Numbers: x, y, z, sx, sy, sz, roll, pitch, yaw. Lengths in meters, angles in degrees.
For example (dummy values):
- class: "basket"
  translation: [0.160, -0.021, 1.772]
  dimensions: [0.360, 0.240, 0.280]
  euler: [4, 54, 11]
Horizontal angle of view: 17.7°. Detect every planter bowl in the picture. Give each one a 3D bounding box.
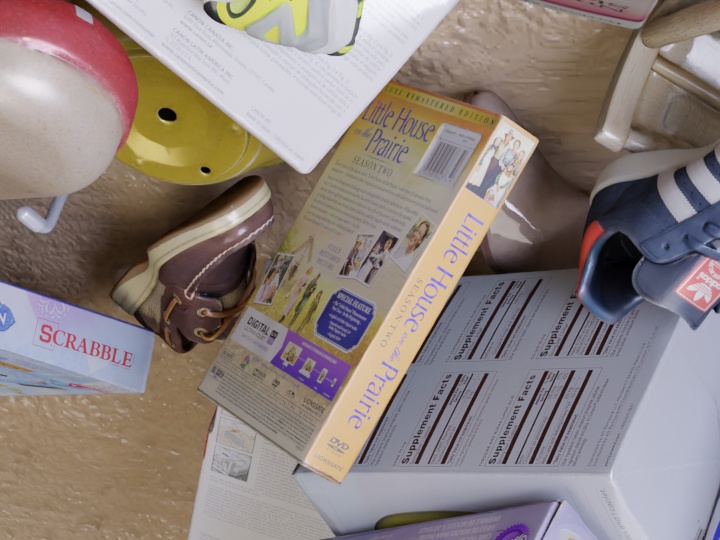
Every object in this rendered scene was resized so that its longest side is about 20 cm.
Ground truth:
- class: "planter bowl"
  translation: [-0.094, -0.107, 1.238]
  dimensions: [0.199, 0.084, 0.201]
  euler: [10, 137, 9]

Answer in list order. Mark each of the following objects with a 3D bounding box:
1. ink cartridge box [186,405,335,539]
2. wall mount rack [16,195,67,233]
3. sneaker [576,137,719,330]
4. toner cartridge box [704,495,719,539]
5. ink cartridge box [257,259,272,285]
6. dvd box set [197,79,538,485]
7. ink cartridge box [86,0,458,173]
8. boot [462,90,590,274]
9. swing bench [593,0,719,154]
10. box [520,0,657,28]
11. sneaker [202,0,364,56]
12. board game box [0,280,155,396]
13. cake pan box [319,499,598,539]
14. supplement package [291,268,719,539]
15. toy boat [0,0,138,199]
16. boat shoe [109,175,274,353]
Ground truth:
- class: "ink cartridge box"
  translation: [-0.036, 0.112, 1.352]
  dimensions: [0.108, 0.051, 0.201]
  euler: [17, 137, 2]
- class: "wall mount rack"
  translation: [-0.267, -0.077, 1.335]
  dimensions: [0.199, 0.075, 0.174]
  euler: [-19, 126, 33]
- class: "sneaker"
  translation: [0.173, -0.019, 1.060]
  dimensions: [0.075, 0.085, 0.200]
  euler: [34, 151, -21]
- class: "toner cartridge box"
  translation: [0.218, 0.089, 1.098]
  dimensions: [0.043, 0.201, 0.095]
  euler: [30, 153, -12]
- class: "ink cartridge box"
  translation: [0.029, 0.081, 1.396]
  dimensions: [0.199, 0.085, 0.145]
  euler: [8, 137, 9]
- class: "dvd box set"
  translation: [0.000, 0.000, 1.199]
  dimensions: [0.029, 0.201, 0.146]
  euler: [32, 176, -29]
- class: "ink cartridge box"
  translation: [-0.024, -0.171, 1.140]
  dimensions: [0.161, 0.050, 0.200]
  euler: [38, 97, -21]
- class: "boot"
  translation: [0.144, -0.012, 1.252]
  dimensions: [0.145, 0.070, 0.201]
  euler: [-4, 119, 25]
- class: "swing bench"
  translation: [0.251, -0.097, 1.094]
  dimensions: [0.198, 0.130, 0.200]
  euler: [28, 154, -13]
- class: "box"
  translation: [0.082, -0.179, 1.003]
  dimensions: [0.127, 0.110, 0.200]
  euler: [16, -178, 4]
- class: "sneaker"
  translation: [-0.030, -0.181, 1.047]
  dimensions: [0.076, 0.076, 0.201]
  euler: [2, 129, -8]
- class: "board game box"
  translation: [-0.259, 0.032, 1.379]
  dimensions: [0.199, 0.041, 0.199]
  euler: [21, 163, -39]
- class: "cake pan box"
  translation: [0.085, 0.204, 1.163]
  dimensions: [0.184, 0.052, 0.200]
  euler: [-13, 127, 48]
- class: "supplement package"
  translation: [0.111, 0.116, 1.207]
  dimensions: [0.199, 0.147, 0.192]
  euler: [-4, 132, 40]
- class: "toy boat"
  translation: [-0.189, -0.114, 1.182]
  dimensions: [0.130, 0.131, 0.199]
  euler: [27, 165, -32]
- class: "boat shoe"
  translation: [-0.084, 0.005, 1.324]
  dimensions: [0.072, 0.072, 0.200]
  euler: [53, 151, 0]
